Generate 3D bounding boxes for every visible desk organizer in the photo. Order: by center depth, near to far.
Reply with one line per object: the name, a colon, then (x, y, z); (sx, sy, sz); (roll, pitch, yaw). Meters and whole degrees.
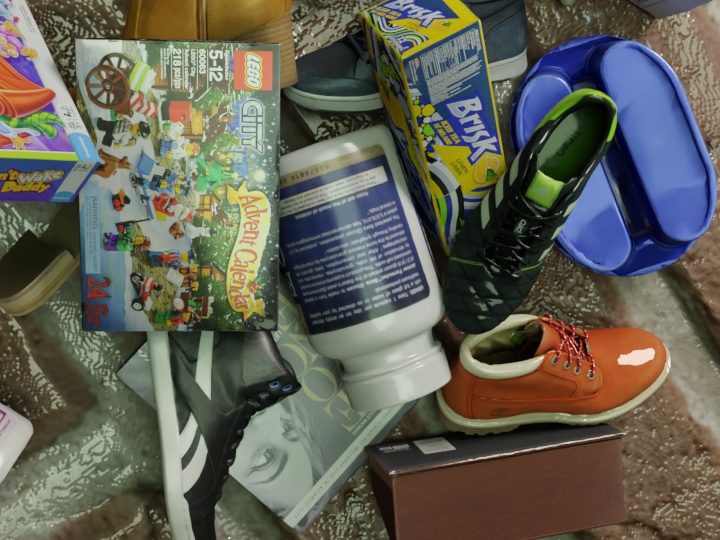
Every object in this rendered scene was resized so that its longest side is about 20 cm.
desk organizer: (0.111, 0.174, 0.880); (0.200, 0.072, 0.077); (-7, 99, -14)

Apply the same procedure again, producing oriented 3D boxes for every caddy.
caddy: (0.200, -0.090, 0.866); (0.141, 0.105, 0.200); (-21, 92, 13)

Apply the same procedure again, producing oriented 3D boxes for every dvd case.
dvd case: (-0.072, 0.094, 0.873); (0.200, 0.016, 0.149); (43, 86, -11)

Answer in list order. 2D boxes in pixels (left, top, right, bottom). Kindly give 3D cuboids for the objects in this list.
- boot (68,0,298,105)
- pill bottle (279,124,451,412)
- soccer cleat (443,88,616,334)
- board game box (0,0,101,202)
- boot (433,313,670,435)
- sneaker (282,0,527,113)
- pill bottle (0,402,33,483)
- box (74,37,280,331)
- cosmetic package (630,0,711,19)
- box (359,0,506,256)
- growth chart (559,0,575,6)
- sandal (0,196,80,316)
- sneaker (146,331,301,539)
boot: (-0.148, -0.187, 0.777); (0.201, 0.071, 0.144); (-10, 110, 9)
pill bottle: (0.000, 0.000, 0.825); (0.111, 0.111, 0.200); (-19, 94, -9)
soccer cleat: (0.119, -0.044, 0.780); (0.067, 0.081, 0.200); (30, 94, 4)
board game box: (-0.268, -0.136, 0.697); (0.045, 0.134, 0.200); (-44, 65, 34)
boot: (0.163, 0.073, 0.863); (0.200, 0.107, 0.075); (-10, 56, -12)
sneaker: (0.034, -0.202, 0.807); (0.202, 0.077, 0.146); (-16, 134, -16)
pill bottle: (-0.347, 0.103, 0.773); (0.200, 0.112, 0.112); (36, 88, -11)
box: (-0.124, -0.058, 0.752); (0.136, 0.038, 0.200); (0, 102, -5)
cosmetic package: (0.196, -0.291, 0.847); (0.200, 0.103, 0.087); (30, 86, -13)
box: (0.060, -0.107, 0.801); (0.064, 0.070, 0.200); (-26, 138, -8)
growth chart: (0.155, -0.255, 0.801); (0.145, 0.200, 0.018); (32, 75, -20)
sandal: (-0.182, -0.037, 0.823); (0.212, 0.078, 0.070); (-47, 136, -14)
sneaker: (-0.097, 0.121, 0.826); (0.112, 0.073, 0.200); (-7, 95, -7)
